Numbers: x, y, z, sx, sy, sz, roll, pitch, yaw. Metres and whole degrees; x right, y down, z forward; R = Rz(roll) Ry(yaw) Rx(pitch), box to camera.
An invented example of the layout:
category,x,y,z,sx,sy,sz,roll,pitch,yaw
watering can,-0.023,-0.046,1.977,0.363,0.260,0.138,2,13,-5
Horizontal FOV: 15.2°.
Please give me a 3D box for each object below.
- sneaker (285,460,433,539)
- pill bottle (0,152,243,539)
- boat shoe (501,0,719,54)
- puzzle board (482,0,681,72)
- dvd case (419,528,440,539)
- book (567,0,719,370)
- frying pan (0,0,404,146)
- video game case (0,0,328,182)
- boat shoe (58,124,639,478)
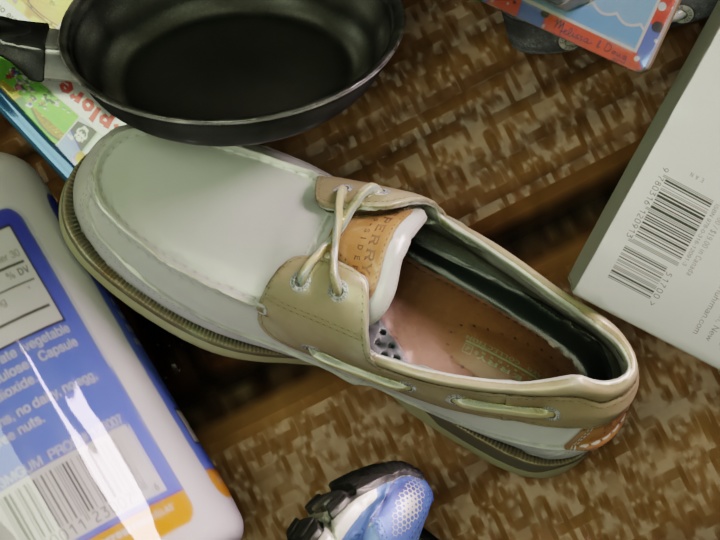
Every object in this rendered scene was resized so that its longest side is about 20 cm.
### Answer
category,x,y,z,sx,sy,sz,roll,pitch,yaw
sneaker,-0.004,0.161,0.884,0.089,0.079,0.201,14,92,-5
pill bottle,-0.134,0.031,0.901,0.112,0.112,0.201,-32,82,5
boat shoe,0.141,-0.115,0.895,0.199,0.072,0.068,-14,119,-6
puzzle board,0.036,-0.171,0.859,0.199,0.017,0.151,27,96,23
dvd case,0.006,0.200,0.918,0.142,0.018,0.200,36,93,8
book,0.185,-0.006,0.863,0.199,0.048,0.134,28,102,-5
frying pan,-0.077,-0.066,0.877,0.189,0.115,0.031,-16,129,-15
video game case,-0.066,-0.137,0.948,0.200,0.018,0.143,-44,83,3
boat shoe,0.000,0.000,0.880,0.199,0.068,0.075,23,66,-7
